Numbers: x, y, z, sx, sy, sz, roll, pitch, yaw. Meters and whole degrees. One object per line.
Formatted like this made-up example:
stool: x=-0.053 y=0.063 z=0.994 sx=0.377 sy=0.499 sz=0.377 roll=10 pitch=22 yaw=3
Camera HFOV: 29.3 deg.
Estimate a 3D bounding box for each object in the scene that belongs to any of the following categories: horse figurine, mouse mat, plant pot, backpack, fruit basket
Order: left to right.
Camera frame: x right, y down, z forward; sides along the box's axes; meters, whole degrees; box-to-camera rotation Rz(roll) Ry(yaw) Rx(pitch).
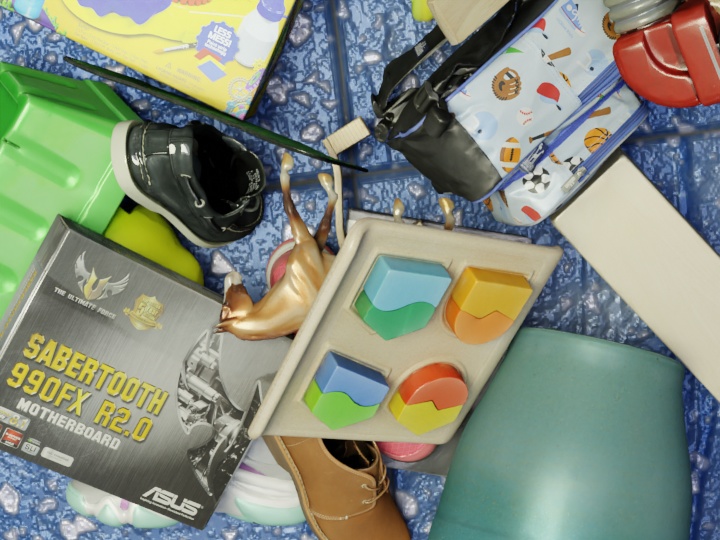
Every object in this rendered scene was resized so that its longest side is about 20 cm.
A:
fruit basket: x=-0.212 y=-0.029 z=1.028 sx=0.213 sy=0.155 sz=0.218 roll=-13 pitch=120 yaw=-24
mouse mat: x=-0.097 y=-0.108 z=0.976 sx=0.198 sy=0.161 sz=0.008 roll=23 pitch=96 yaw=12
horse figurine: x=0.000 y=0.000 z=0.989 sx=0.198 sy=0.050 sz=0.134 roll=15 pitch=71 yaw=-22
backpack: x=0.121 y=-0.131 z=0.987 sx=0.154 sy=0.200 sz=0.191 roll=41 pitch=89 yaw=-13
plant pot: x=0.158 y=0.147 z=1.028 sx=0.198 sy=0.200 sz=0.190 roll=12 pitch=84 yaw=-2

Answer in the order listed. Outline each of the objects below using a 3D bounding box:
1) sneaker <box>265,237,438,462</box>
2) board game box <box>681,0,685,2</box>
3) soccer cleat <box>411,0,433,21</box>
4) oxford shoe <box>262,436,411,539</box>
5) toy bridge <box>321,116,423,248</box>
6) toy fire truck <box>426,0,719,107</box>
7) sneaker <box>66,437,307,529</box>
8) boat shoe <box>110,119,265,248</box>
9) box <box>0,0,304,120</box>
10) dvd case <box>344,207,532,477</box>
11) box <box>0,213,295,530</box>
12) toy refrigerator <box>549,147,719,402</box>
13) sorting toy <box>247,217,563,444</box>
sneaker: x=-0.011 y=0.070 z=1.044 sx=0.073 sy=0.087 sz=0.201 roll=-35 pitch=96 yaw=6
board game box: x=0.230 y=-0.245 z=0.972 sx=0.056 sy=0.165 sz=0.201 roll=-34 pitch=98 yaw=23
soccer cleat: x=0.080 y=-0.282 z=1.021 sx=0.083 sy=0.065 sz=0.203 roll=11 pitch=98 yaw=-4
oxford shoe: x=-0.005 y=0.165 z=1.055 sx=0.071 sy=0.072 sz=0.201 roll=-2 pitch=131 yaw=41
toy bridge: x=0.023 y=-0.015 z=1.062 sx=0.067 sy=0.027 sz=0.201 roll=-29 pitch=96 yaw=3
toy fire truck: x=0.162 y=-0.179 z=0.868 sx=0.198 sy=0.129 sz=0.178 roll=-17 pitch=105 yaw=32
sneaker: x=-0.130 y=0.125 z=1.078 sx=0.197 sy=0.078 sz=0.142 roll=0 pitch=97 yaw=-10
boat shoe: x=-0.102 y=-0.065 z=0.984 sx=0.065 sy=0.199 sz=0.075 roll=-7 pitch=72 yaw=19
box: x=-0.132 y=-0.240 z=0.997 sx=0.198 sy=0.122 sz=0.194 roll=24 pitch=97 yaw=-4
dvd case: x=0.047 y=0.061 z=1.095 sx=0.147 sy=0.016 sz=0.203 roll=9 pitch=98 yaw=-1
box: x=-0.162 y=0.076 z=0.977 sx=0.199 sy=0.048 sz=0.159 roll=29 pitch=94 yaw=-27
toy refrigerator: x=0.239 y=0.003 z=1.062 sx=0.076 sy=0.070 sz=0.200 roll=-44 pitch=96 yaw=13
sorting toy: x=0.037 y=0.053 z=0.959 sx=0.198 sy=0.037 sz=0.186 roll=4 pitch=125 yaw=-38
